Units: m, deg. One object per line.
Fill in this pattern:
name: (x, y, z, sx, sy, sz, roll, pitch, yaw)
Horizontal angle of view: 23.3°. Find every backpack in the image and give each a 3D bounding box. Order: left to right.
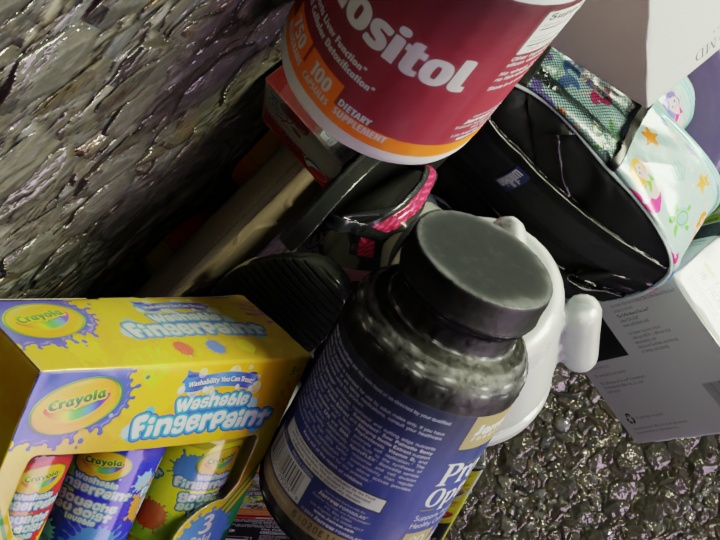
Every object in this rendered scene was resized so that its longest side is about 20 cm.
backpack: (0.136, -0.077, 1.153, 0.151, 0.200, 0.178, -50, -168, -28)

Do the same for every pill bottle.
pill bottle: (0.027, 0.068, 0.999, 0.112, 0.112, 0.200, -31, 155, -55)
pill bottle: (0.048, -0.145, 0.804, 0.113, 0.113, 0.200, -36, 170, -39)

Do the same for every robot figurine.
robot figurine: (0.071, 0.043, 1.130, 0.200, 0.169, 0.113, 87, 6, -59)

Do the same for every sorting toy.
sorting toy: (-0.071, -0.041, 1.133, 0.185, 0.036, 0.200, -44, 178, 17)

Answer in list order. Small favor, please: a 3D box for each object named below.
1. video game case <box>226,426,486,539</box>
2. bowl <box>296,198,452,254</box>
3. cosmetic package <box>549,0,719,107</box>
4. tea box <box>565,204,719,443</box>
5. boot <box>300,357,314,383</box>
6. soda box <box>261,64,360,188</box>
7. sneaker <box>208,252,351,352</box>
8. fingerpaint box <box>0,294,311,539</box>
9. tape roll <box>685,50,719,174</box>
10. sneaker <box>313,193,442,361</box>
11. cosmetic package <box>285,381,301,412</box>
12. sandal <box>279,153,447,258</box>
video game case: (-0.031, 0.150, 1.175, 0.200, 0.026, 0.181, 3, 152, -8)
bowl: (0.031, 0.017, 1.295, 0.201, 0.201, 0.094, -45, 179, 26)
cosmetic package: (0.158, -0.198, 0.914, 0.113, 0.081, 0.200, -40, 146, -19)
tea box: (0.277, 0.012, 1.269, 0.197, 0.134, 0.200, -39, -174, -21)
boot: (-0.052, 0.111, 1.306, 0.075, 0.200, 0.097, 49, 63, -45)
soda box: (0.039, -0.133, 0.998, 0.200, 0.070, 0.063, -39, 171, -14)
sneaker: (-0.060, 0.021, 1.176, 0.089, 0.074, 0.200, -45, -171, -39)
fingerpaint box: (-0.145, 0.101, 0.973, 0.200, 0.073, 0.167, 1, 121, -49)
tape roll: (0.184, -0.131, 1.268, 0.200, 0.200, 0.085, -46, 171, 34)
sneaker: (0.000, 0.000, 1.200, 0.070, 0.082, 0.200, -24, 153, -37)
cosmetic package: (-0.113, 0.102, 1.167, 0.151, 0.052, 0.200, -2, 156, 7)
sandal: (0.016, -0.039, 0.983, 0.075, 0.045, 0.200, -42, 173, 21)
